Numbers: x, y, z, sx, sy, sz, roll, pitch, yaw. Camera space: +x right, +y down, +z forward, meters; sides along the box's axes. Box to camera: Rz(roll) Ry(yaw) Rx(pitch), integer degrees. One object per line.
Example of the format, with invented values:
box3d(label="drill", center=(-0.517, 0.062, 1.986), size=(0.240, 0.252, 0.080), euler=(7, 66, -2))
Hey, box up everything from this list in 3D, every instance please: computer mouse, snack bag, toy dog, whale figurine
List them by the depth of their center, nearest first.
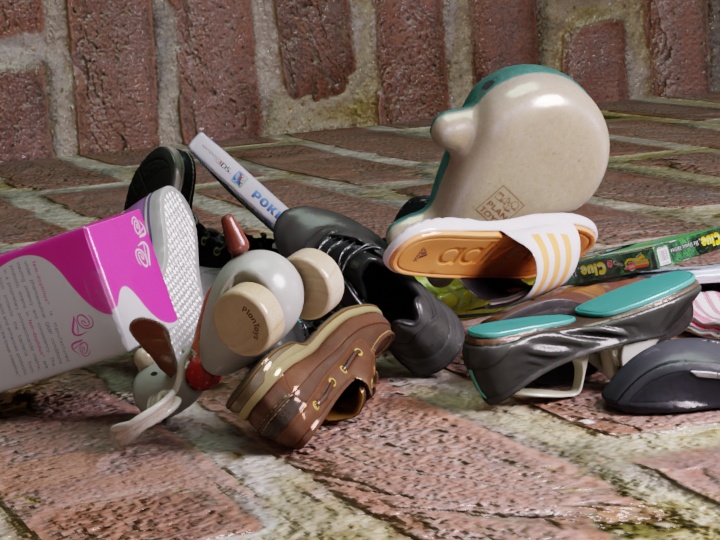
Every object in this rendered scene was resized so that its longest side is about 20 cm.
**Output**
box3d(label="toy dog", center=(-0.111, 0.031, 1.364), size=(0.199, 0.097, 0.132), euler=(-34, -3, 18))
box3d(label="computer mouse", center=(0.276, 0.065, 1.402), size=(0.198, 0.046, 0.140), euler=(-3, 11, 6))
box3d(label="whale figurine", center=(0.106, -0.081, 1.546), size=(0.159, 0.200, 0.104), euler=(38, 14, -31))
box3d(label="snack bag", center=(0.309, 0.007, 1.735), size=(0.187, 0.022, 0.200), euler=(-4, 0, -12))

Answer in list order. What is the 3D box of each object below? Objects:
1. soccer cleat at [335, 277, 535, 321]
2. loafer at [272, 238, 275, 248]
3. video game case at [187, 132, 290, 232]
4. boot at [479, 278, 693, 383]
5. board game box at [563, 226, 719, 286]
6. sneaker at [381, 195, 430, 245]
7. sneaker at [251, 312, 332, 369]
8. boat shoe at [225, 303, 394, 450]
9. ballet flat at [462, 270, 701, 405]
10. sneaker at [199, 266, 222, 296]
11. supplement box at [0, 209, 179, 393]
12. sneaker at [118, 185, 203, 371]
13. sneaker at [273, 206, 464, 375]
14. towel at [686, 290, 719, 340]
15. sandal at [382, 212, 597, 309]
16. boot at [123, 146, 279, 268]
box3d(label="soccer cleat", center=(0.071, 0.020, 1.603), size=(0.199, 0.065, 0.084), euler=(-20, 4, 18))
box3d(label="loafer", center=(-0.021, 0.002, 1.846), size=(0.199, 0.071, 0.070), euler=(7, 3, 31))
box3d(label="video game case", center=(-0.066, -0.039, 1.704), size=(0.182, 0.022, 0.200), euler=(42, -2, 11))
box3d(label="boot", center=(0.146, 0.040, 1.555), size=(0.187, 0.069, 0.200), euler=(-21, 9, -21))
box3d(label="board game box", center=(0.218, -0.006, 1.700), size=(0.104, 0.024, 0.199), euler=(-12, 0, -43))
box3d(label="sneaker", center=(0.063, -0.041, 1.674), size=(0.075, 0.088, 0.200), euler=(7, -34, -29))
box3d(label="sneaker", center=(-0.055, 0.050, 1.534), size=(0.079, 0.076, 0.200), euler=(-2, 10, -6))
box3d(label="boat shoe", center=(-0.024, 0.081, 1.384), size=(0.068, 0.072, 0.200), euler=(43, 27, 10))
box3d(label="ballet flat", center=(0.168, 0.055, 1.423), size=(0.198, 0.069, 0.068), euler=(-14, 12, -17))
box3d(label="sneaker", center=(-0.117, 0.028, 1.682), size=(0.199, 0.076, 0.099), euler=(-11, 11, -34))
box3d(label="supplement box", center=(-0.259, 0.033, 1.481), size=(0.199, 0.102, 0.103), euler=(-17, 4, 22))
box3d(label="sneaker", center=(-0.193, 0.031, 1.595), size=(0.114, 0.073, 0.201), euler=(-25, 41, 19))
box3d(label="sneaker", center=(0.000, 0.000, 1.528), size=(0.200, 0.076, 0.091), euler=(35, -8, 31))
box3d(label="towel", center=(0.368, 0.032, 1.615), size=(0.198, 0.030, 0.146), euler=(-6, 11, -17))
box3d(label="sandal", center=(0.108, 0.001, 1.497), size=(0.205, 0.060, 0.079), euler=(-3, -35, -36))
box3d(label="boot", center=(-0.140, -0.031, 1.747), size=(0.153, 0.205, 0.074), euler=(-4, 42, -28))
